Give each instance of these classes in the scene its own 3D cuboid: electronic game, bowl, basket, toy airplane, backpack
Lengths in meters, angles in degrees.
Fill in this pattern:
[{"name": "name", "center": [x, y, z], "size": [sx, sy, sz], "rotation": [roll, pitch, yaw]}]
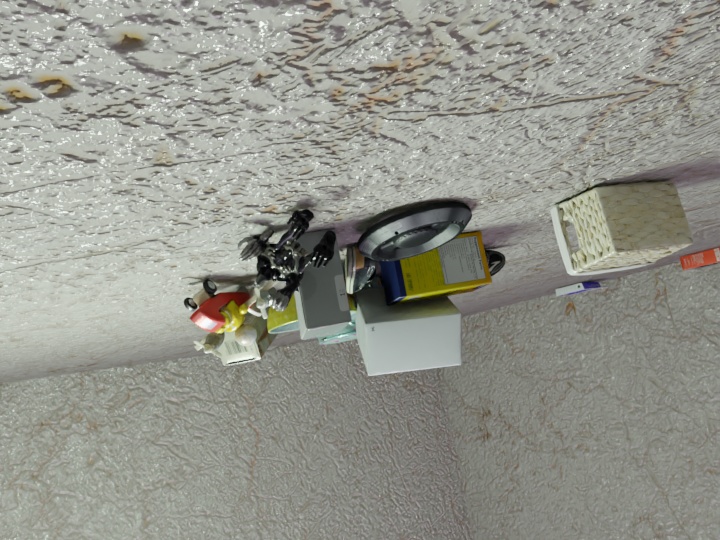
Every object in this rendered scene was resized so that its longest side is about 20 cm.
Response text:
[{"name": "electronic game", "center": [0.090, -0.065, 0.997], "size": [0.198, 0.042, 0.200], "rotation": [-16, 165, -4]}, {"name": "bowl", "center": [-0.115, 0.062, 1.302], "size": [0.198, 0.109, 0.200], "rotation": [-13, 171, -2]}, {"name": "basket", "center": [0.466, -0.079, 1.062], "size": [0.198, 0.137, 0.123], "rotation": [-6, 166, -21]}, {"name": "toy airplane", "center": [-0.257, 0.094, 1.244], "size": [0.198, 0.142, 0.200], "rotation": [-27, 164, -25]}, {"name": "backpack", "center": [-0.029, 0.093, 1.465], "size": [0.175, 0.154, 0.200], "rotation": [-7, 160, -44]}]

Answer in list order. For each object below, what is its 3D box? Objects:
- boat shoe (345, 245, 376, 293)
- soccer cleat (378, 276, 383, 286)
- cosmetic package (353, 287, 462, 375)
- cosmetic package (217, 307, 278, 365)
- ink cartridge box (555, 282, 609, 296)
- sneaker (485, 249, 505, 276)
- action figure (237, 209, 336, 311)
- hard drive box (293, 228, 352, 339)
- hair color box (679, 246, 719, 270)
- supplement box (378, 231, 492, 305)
[{"name": "boat shoe", "center": [0.000, 0.000, 1.191], "size": [0.062, 0.075, 0.200], "rotation": [-3, 165, -5]}, {"name": "soccer cleat", "center": [0.033, 0.067, 1.580], "size": [0.067, 0.082, 0.200], "rotation": [-4, 166, -32]}, {"name": "cosmetic package", "center": [0.096, 0.121, 1.283], "size": [0.197, 0.124, 0.200], "rotation": [-6, -164, -5]}, {"name": "cosmetic package", "center": [-0.262, 0.137, 1.426], "size": [0.103, 0.088, 0.200], "rotation": [-13, -163, 16]}, {"name": "ink cartridge box", "center": [1.115, 0.087, 2.994], "size": [0.197, 0.044, 0.199], "rotation": [-1, 169, -44]}, {"name": "sneaker", "center": [0.272, -0.017, 1.383], "size": [0.198, 0.071, 0.082], "rotation": [1, 172, -38]}, {"name": "action figure", "center": [-0.121, -0.013, 0.868], "size": [0.102, 0.119, 0.200], "rotation": [-45, -173, -37]}, {"name": "hard drive box", "center": [-0.076, 0.032, 1.040], "size": [0.076, 0.157, 0.200], "rotation": [-9, 171, -9]}, {"name": "hair color box", "center": [1.470, -0.053, 2.505], "size": [0.110, 0.064, 0.199], "rotation": [-1, 165, -42]}, {"name": "supplement box", "center": [0.149, -0.003, 1.220], "size": [0.198, 0.110, 0.110], "rotation": [-8, 170, -13]}]
